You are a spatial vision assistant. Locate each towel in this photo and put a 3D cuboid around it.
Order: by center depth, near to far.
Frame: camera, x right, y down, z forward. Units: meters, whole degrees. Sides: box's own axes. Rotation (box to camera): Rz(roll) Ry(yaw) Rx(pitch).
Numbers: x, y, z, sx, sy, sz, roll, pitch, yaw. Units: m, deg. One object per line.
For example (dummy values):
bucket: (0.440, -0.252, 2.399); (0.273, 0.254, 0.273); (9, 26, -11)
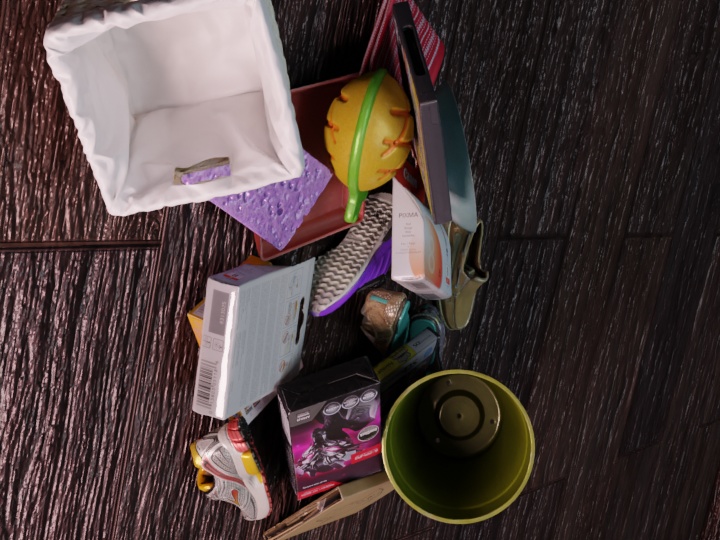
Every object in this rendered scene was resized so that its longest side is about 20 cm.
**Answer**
towel: (0.057, -0.269, 1.526); (0.200, 0.022, 0.147); (35, 72, -65)

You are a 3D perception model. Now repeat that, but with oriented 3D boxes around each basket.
basket: (-0.168, -0.189, 1.110); (0.162, 0.195, 0.202); (-99, 177, -52)

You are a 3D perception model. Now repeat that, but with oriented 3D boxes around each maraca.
maraca: (0.007, -0.148, 1.420); (0.138, 0.106, 0.202); (-63, 167, -45)

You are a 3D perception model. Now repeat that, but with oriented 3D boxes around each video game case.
video game case: (0.075, -0.189, 1.426); (0.201, 0.025, 0.182); (78, 0, -50)
video game case: (0.026, 0.193, 1.663); (0.180, 0.025, 0.202); (-33, 151, -42)

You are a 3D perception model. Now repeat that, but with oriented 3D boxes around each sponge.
sponge: (-0.126, -0.115, 1.328); (0.199, 0.030, 0.112); (36, 86, -43)

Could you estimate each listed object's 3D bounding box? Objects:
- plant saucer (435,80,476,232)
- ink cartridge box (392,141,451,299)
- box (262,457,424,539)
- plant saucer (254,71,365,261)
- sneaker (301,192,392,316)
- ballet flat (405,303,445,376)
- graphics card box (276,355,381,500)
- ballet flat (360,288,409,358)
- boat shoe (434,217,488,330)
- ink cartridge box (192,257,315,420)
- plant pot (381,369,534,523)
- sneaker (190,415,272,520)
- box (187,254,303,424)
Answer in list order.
plant saucer: (0.114, -0.146, 1.549); (0.035, 0.201, 0.202); (-11, 126, -1)
ink cartridge box: (0.085, -0.073, 1.572); (0.162, 0.049, 0.203); (30, 63, -70)
box: (-0.019, 0.320, 1.645); (0.163, 0.021, 0.199); (-38, 161, 33)
plant saucer: (-0.065, -0.134, 1.445); (0.199, 0.036, 0.202); (-25, 125, -47)
sneaker: (0.001, 0.000, 1.570); (0.201, 0.069, 0.100); (-52, 143, -25)
ballet flat: (0.096, 0.134, 1.768); (0.072, 0.071, 0.203); (-32, 136, -42)
graphics card box: (-0.037, 0.204, 1.506); (0.124, 0.051, 0.202); (-16, 138, -14)
ballet flat: (0.033, 0.068, 1.639); (0.200, 0.065, 0.071); (91, 24, -67)
boat shoe: (0.157, 0.008, 1.782); (0.071, 0.075, 0.202); (-34, 132, -41)
ink cartridge box: (-0.124, 0.070, 1.406); (0.200, 0.049, 0.165); (-27, 128, -66)
plant pot: (0.135, 0.220, 1.619); (0.193, 0.198, 0.203); (-41, 146, -82)
sneaker: (-0.162, 0.253, 1.475); (0.081, 0.078, 0.201); (-18, 140, -4)
box: (-0.135, 0.096, 1.455); (0.119, 0.041, 0.202); (-45, 136, -32)
